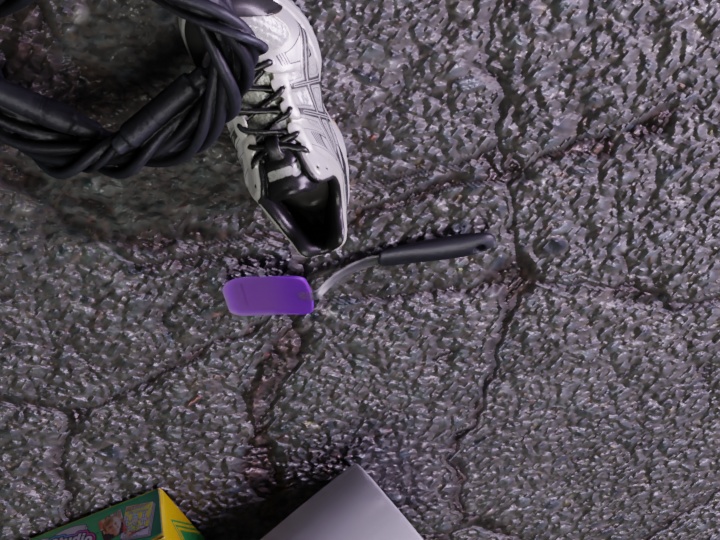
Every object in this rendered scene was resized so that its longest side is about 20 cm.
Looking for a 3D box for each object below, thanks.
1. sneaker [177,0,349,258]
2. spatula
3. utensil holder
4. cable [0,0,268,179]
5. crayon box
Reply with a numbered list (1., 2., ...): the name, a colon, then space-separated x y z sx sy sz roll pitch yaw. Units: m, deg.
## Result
1. sneaker: -0.048 -0.091 0.959 0.075 0.088 0.200 -20 135 10
2. spatula: 0.000 0.000 1.111 0.199 0.021 0.057 -16 149 -2
3. utensil holder: -0.029 0.279 1.247 0.200 0.170 0.170 -39 136 -6
4. cable: -0.149 -0.117 0.894 0.198 0.051 0.164 2 131 10
5. crayon box: -0.217 0.282 1.321 0.199 0.059 0.173 -23 136 9
